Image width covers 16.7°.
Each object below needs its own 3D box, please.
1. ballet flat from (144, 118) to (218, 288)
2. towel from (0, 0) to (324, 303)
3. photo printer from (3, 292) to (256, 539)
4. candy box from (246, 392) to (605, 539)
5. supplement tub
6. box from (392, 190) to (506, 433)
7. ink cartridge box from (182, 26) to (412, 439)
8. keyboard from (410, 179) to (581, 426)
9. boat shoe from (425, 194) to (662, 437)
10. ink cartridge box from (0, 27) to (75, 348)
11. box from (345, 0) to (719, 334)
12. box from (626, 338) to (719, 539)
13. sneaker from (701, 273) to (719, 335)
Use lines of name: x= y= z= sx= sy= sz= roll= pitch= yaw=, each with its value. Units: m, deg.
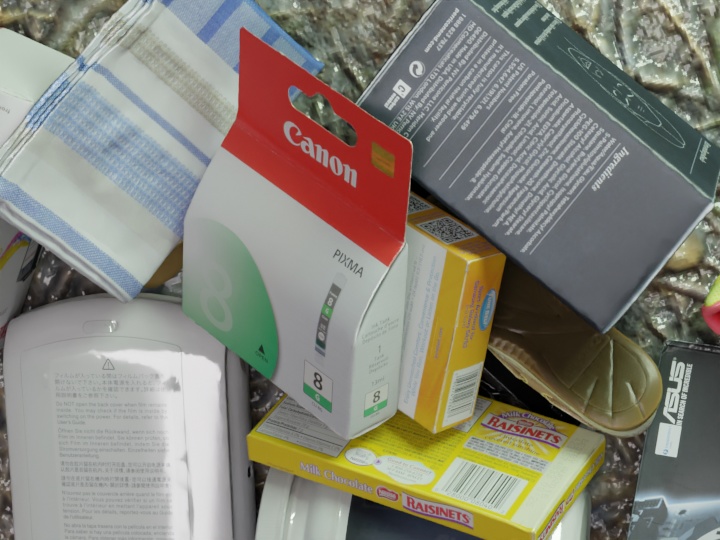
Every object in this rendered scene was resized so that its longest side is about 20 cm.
ballet flat: x=-0.113 y=-0.075 z=1.555 sx=0.068 sy=0.063 sz=0.201 roll=27 pitch=106 yaw=5
towel: x=-0.126 y=-0.086 z=1.482 sx=0.200 sy=0.024 sz=0.147 roll=-50 pitch=131 yaw=0
photo printer: x=-0.151 y=0.115 z=1.599 sx=0.165 sy=0.069 sz=0.202 roll=-1 pitch=101 yaw=11
candy box: x=0.040 y=0.109 z=1.503 sx=0.199 sy=0.102 sz=0.027 roll=17 pitch=127 yaw=25
supplement tub: x=0.041 y=0.185 z=1.541 sx=0.198 sy=0.140 sz=0.142 roll=4 pitch=103 yaw=10
box: x=0.000 y=0.000 z=1.511 sx=0.200 sy=0.041 sz=0.120 roll=35 pitch=126 yaw=38
ink cartridge box: x=-0.040 y=-0.021 z=1.460 sx=0.161 sy=0.050 sz=0.201 roll=36 pitch=139 yaw=35
keyboard: x=0.072 y=0.025 z=1.564 sx=0.200 sy=0.040 sz=0.104 roll=44 pitch=83 yaw=0
boat shoe: x=0.105 y=0.033 z=1.512 sx=0.074 sy=0.066 sz=0.200 roll=-40 pitch=69 yaw=-8
ink cartridge box: x=-0.247 y=-0.041 z=1.545 sx=0.085 sy=0.148 sz=0.201 roll=21 pitch=106 yaw=6
box: x=0.109 y=-0.078 z=1.467 sx=0.200 sy=0.148 sz=0.107 roll=39 pitch=107 yaw=1
box: x=0.248 y=0.154 z=1.502 sx=0.159 sy=0.044 sz=0.202 roll=10 pitch=84 yaw=17
sneaker: x=0.286 y=0.047 z=1.451 sx=0.090 sy=0.200 sz=0.078 roll=-41 pitch=137 yaw=-19
